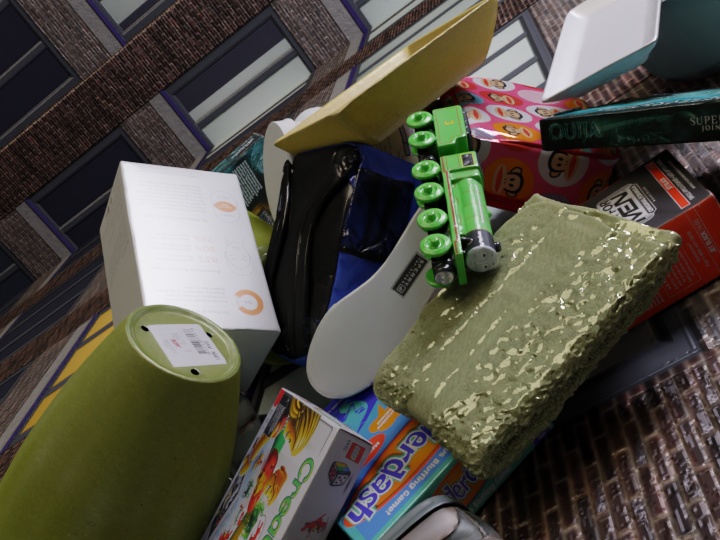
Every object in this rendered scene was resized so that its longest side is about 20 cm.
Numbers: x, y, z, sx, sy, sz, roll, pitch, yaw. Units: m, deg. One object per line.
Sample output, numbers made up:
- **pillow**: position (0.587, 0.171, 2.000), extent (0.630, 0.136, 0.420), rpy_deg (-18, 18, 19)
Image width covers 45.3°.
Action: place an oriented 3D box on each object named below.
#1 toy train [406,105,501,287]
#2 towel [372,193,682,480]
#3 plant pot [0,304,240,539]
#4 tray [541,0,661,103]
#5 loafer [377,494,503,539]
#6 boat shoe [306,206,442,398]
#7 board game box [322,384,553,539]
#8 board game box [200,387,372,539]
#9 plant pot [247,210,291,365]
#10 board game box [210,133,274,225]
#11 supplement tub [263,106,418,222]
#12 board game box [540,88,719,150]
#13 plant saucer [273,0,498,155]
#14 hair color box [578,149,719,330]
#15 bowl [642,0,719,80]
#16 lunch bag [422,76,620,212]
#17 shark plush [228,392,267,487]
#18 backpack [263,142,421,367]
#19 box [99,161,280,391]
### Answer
- **toy train**: position (0.069, -0.062, 0.660), extent (0.056, 0.042, 0.202), rpy_deg (-9, 41, 6)
- **towel**: position (0.107, 0.035, 0.576), extent (0.200, 0.037, 0.148), rpy_deg (-47, 32, -9)
- **plant pot**: position (-0.174, 0.134, 0.688), extent (0.188, 0.185, 0.202), rpy_deg (-88, 23, -66)
- **tray**: position (0.225, -0.214, 0.775), extent (0.107, 0.022, 0.201), rpy_deg (-27, 24, 36)
- **loafer**: position (0.005, 0.211, 0.483), extent (0.200, 0.072, 0.063), rpy_deg (-44, 26, -19)
- **boat shoe**: position (0.035, 0.026, 0.717), extent (0.201, 0.071, 0.064), rpy_deg (-50, -20, 2)
- **board game box**: position (0.030, 0.130, 0.648), extent (0.152, 0.045, 0.199), rpy_deg (-44, 20, -13)
- **board game box**: position (-0.073, 0.193, 0.624), extent (0.202, 0.034, 0.126), rpy_deg (-62, 23, -8)
- **plant pot**: position (-0.134, 0.024, 0.997), extent (0.201, 0.201, 0.192), rpy_deg (-47, 32, -22)
- **board game box**: position (-0.132, -0.058, 1.133), extent (0.135, 0.201, 0.028), rpy_deg (-45, 38, -20)
- **supplement tub**: position (0.000, -0.115, 0.982), extent (0.197, 0.147, 0.145), rpy_deg (-9, 10, -21)
- **board game box**: position (0.256, -0.119, 0.655), extent (0.134, 0.029, 0.199), rpy_deg (-19, 15, -38)
- **plant saucer**: position (0.028, -0.170, 0.834), extent (0.199, 0.049, 0.200), rpy_deg (-38, 13, -17)
- **hair color box**: position (0.171, 0.003, 0.648), extent (0.199, 0.061, 0.102), rpy_deg (-35, 20, 15)
- **bowl**: position (0.342, -0.269, 0.869), extent (0.200, 0.105, 0.201), rpy_deg (-34, 21, 15)
- **lunch bag**: position (0.139, -0.125, 0.821), extent (0.201, 0.173, 0.083), rpy_deg (-87, 9, -62)
- **shark plush**: position (-0.144, 0.150, 0.864), extent (0.091, 0.084, 0.199), rpy_deg (-46, 20, -20)
- **backpack**: position (0.000, 0.000, 0.822), extent (0.162, 0.166, 0.203), rpy_deg (0, 74, 66)
- **box**: position (-0.168, 0.006, 0.823), extent (0.098, 0.123, 0.202), rpy_deg (-58, 40, 40)
